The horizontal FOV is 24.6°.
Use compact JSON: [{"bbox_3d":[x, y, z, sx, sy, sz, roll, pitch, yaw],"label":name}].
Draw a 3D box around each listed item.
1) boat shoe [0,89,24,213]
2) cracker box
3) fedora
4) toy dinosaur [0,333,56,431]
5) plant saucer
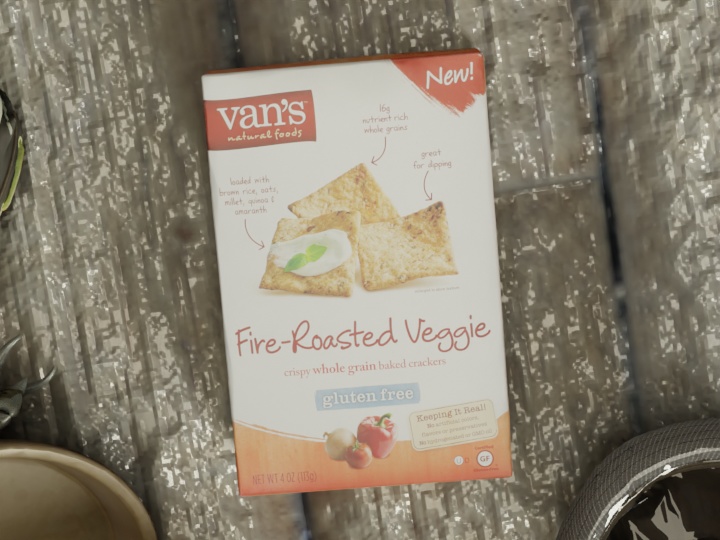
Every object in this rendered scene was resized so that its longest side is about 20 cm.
[{"bbox_3d":[-0.216,0.003,0.772,0.071,0.061,0.203,24,80,17],"label":"boat shoe"},{"bbox_3d":[0.000,0.000,0.790,0.132,0.058,0.203,-5,97,3],"label":"cracker box"},{"bbox_3d":[0.181,0.163,0.786,0.200,0.090,0.177,42,96,3],"label":"fedora"},{"bbox_3d":[-0.253,0.082,0.808,0.197,0.103,0.077,9,139,13],"label":"toy dinosaur"},{"bbox_3d":[-0.190,0.164,0.786,0.198,0.029,0.202,-16,123,-25],"label":"plant saucer"}]
